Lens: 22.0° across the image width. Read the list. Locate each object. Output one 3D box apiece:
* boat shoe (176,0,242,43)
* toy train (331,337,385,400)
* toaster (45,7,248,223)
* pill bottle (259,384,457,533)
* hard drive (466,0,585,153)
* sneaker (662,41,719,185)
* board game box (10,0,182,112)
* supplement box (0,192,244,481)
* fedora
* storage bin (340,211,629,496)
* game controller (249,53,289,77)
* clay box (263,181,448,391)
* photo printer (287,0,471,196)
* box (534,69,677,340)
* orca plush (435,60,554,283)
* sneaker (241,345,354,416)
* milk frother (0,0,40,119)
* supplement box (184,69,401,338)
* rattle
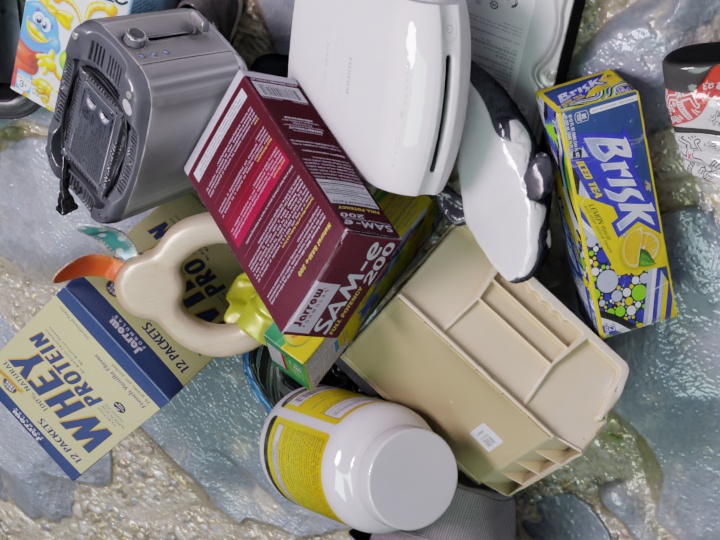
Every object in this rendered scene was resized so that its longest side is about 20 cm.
[{"bbox_3d":[-0.149,-0.165,1.630,0.067,0.057,0.200,24,126,16],"label":"boat shoe"},{"bbox_3d":[0.006,0.091,1.699,0.200,0.046,0.034,43,129,3],"label":"toy train"},{"bbox_3d":[-0.176,-0.126,1.541,0.114,0.129,0.200,46,137,28],"label":"toaster"},{"bbox_3d":[0.000,0.165,1.603,0.200,0.112,0.113,9,128,64],"label":"pill bottle"},{"bbox_3d":[0.102,-0.189,1.484,0.139,0.038,0.200,24,127,17],"label":"hard drive"},{"bbox_3d":[0.326,-0.112,1.382,0.201,0.067,0.108,4,120,32],"label":"sneaker"},{"bbox_3d":[-0.219,-0.236,1.599,0.103,0.105,0.200,29,127,13],"label":"board game box"},{"bbox_3d":[-0.205,0.052,1.685,0.134,0.200,0.200,48,136,-3],"label":"supplement box"},{"bbox_3d":[0.083,0.230,1.666,0.176,0.200,0.091,16,85,9],"label":"fedora"},{"bbox_3d":[0.102,0.079,1.553,0.198,0.094,0.200,42,157,1],"label":"storage bin"},{"bbox_3d":[-0.051,-0.093,1.635,0.104,0.042,0.201,21,127,36],"label":"game controller"},{"bbox_3d":[0.000,0.000,1.540,0.048,0.200,0.115,35,168,10],"label":"clay box"},{"bbox_3d":[0.016,-0.156,1.460,0.200,0.069,0.167,36,125,53],"label":"photo printer"},{"bbox_3d":[0.196,-0.052,1.475,0.070,0.064,0.201,-17,115,-6],"label":"box"},{"bbox_3d":[0.109,-0.089,1.473,0.105,0.071,0.200,-40,73,31],"label":"orca plush"},{"bbox_3d":[-0.035,0.138,1.733,0.083,0.071,0.200,-26,100,44],"label":"sneaker"},{"bbox_3d":[-0.385,-0.192,1.661,0.180,0.200,0.189,14,124,18],"label":"milk frother"},{"bbox_3d":[-0.057,-0.054,1.458,0.109,0.061,0.200,-57,46,29],"label":"supplement box"},{"bbox_3d":[-0.152,-0.010,1.584,0.199,0.143,0.131,5,125,-1],"label":"rattle"}]
